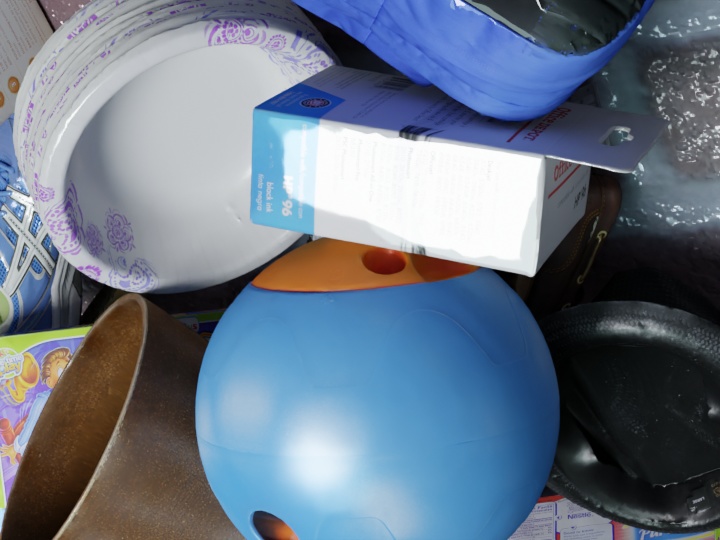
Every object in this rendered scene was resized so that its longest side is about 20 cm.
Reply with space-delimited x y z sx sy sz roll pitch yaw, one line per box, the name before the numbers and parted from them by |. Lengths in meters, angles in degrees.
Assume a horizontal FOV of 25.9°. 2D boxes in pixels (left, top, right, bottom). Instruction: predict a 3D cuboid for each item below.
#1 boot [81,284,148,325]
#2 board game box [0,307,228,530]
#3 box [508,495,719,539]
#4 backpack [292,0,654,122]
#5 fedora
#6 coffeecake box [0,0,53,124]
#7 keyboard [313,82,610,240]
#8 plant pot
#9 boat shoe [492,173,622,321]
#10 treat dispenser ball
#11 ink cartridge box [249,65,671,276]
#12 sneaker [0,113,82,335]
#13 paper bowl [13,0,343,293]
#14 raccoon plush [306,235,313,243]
boot | -0.142 0.112 1.202 0.200 0.066 0.175 29 106 -17
board game box | -0.155 0.101 1.087 0.199 0.045 0.135 -7 92 -5
box | 0.198 0.206 1.031 0.199 0.100 0.096 -9 124 13
backpack | 0.054 -0.176 0.796 0.200 0.163 0.168 30 163 1
fedora | 0.180 0.070 0.963 0.200 0.092 0.201 11 135 11
coffeecake box | -0.295 -0.142 0.984 0.073 0.200 0.154 -6 123 33
keyboard | 0.055 -0.049 0.930 0.200 0.056 0.011 -26 127 22
plant pot | -0.095 0.140 0.994 0.200 0.187 0.187 27 138 -21
boat shoe | 0.109 0.016 0.983 0.070 0.071 0.200 -5 144 -18
treat dispenser ball | 0.009 0.077 0.866 0.200 0.201 0.201 15 132 18
ink cartridge box | 0.054 -0.054 0.839 0.200 0.116 0.068 11 112 19
sneaker | -0.241 -0.030 1.106 0.076 0.077 0.201 15 113 40
paper bowl | -0.110 -0.091 0.950 0.104 0.200 0.201 56 150 40
raccoon plush | 0.000 0.000 0.980 0.097 0.134 0.200 36 132 3
